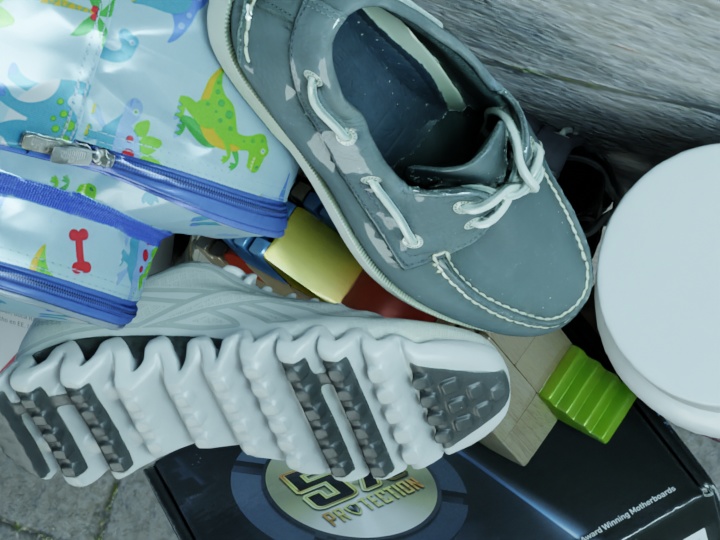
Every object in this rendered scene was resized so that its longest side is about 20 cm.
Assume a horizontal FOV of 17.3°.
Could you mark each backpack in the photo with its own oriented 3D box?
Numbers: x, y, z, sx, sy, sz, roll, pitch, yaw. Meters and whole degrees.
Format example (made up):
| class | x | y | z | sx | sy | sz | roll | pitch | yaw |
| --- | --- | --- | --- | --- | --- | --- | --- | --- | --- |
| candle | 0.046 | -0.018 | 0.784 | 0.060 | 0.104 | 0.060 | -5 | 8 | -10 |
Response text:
| class | x | y | z | sx | sy | sz | roll | pitch | yaw |
| --- | --- | --- | --- | --- | --- | --- | --- | --- | --- |
| backpack | -0.118 | -0.060 | 0.843 | 0.200 | 0.147 | 0.183 | 12 | -177 | -17 |

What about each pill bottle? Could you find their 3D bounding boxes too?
| class | x | y | z | sx | sy | sz | roll | pitch | yaw |
| --- | --- | --- | --- | --- | --- | --- | --- | --- | --- |
| pill bottle | 0.155 | 0.012 | 0.935 | 0.114 | 0.114 | 0.200 | 16 | 178 | 15 |

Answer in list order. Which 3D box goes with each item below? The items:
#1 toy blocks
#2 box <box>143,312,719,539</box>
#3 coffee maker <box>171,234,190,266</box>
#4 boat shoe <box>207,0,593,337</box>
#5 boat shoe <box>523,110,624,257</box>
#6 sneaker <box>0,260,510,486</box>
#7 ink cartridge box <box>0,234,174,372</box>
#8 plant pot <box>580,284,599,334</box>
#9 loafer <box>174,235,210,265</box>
| class | x | y | z | sx | sy | sz | roll | pitch | yaw |
| --- | --- | --- | --- | --- | --- | --- | --- | --- | --- |
| toy blocks | 0.000 | 0.000 | 0.951 | 0.200 | 0.100 | 0.137 | 28 | 167 | 37 |
| box | 0.034 | 0.112 | 1.007 | 0.164 | 0.200 | 0.086 | 55 | 171 | 45 |
| coffee maker | -0.038 | -0.041 | 1.254 | 0.200 | 0.135 | 0.192 | 17 | 147 | -21 |
| boat shoe | 0.027 | -0.034 | 0.800 | 0.062 | 0.073 | 0.200 | 23 | 162 | 50 |
| boat shoe | 0.085 | -0.027 | 1.062 | 0.063 | 0.073 | 0.200 | 19 | 174 | 22 |
| sneaker | -0.041 | 0.031 | 0.887 | 0.199 | 0.081 | 0.075 | 0 | 134 | 15 |
| ink cartridge box | -0.166 | -0.031 | 1.144 | 0.145 | 0.200 | 0.083 | 16 | -153 | 11 |
| plant pot | 0.197 | 0.024 | 1.131 | 0.200 | 0.093 | 0.201 | 16 | 179 | 0 |
| loafer | -0.054 | 0.006 | 1.145 | 0.070 | 0.070 | 0.200 | 8 | 146 | -10 |
